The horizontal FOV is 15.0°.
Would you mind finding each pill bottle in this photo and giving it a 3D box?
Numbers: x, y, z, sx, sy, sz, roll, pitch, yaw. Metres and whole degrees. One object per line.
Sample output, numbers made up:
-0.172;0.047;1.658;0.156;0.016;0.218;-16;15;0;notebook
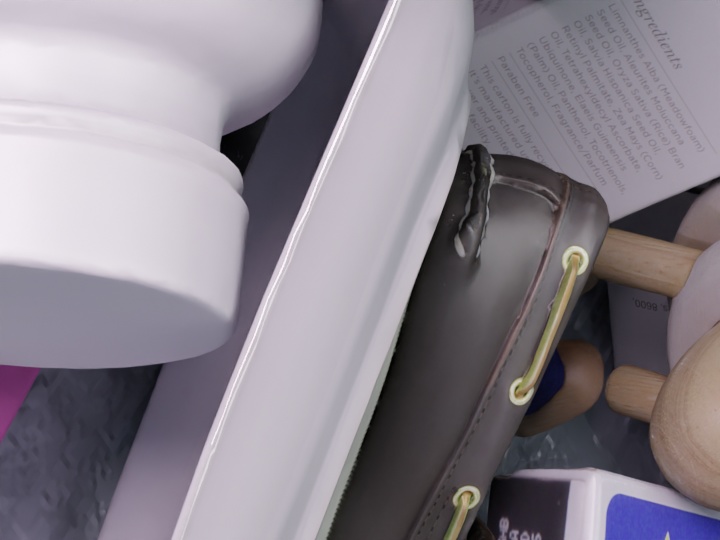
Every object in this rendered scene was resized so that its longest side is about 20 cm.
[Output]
-0.065;-0.087;0.567;0.119;0.119;0.201;21;67;-48;pill bottle

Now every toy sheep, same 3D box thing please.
0.152;0.007;0.789;0.200;0.138;0.138;-39;116;-35;toy sheep

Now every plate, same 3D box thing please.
-0.023;0.024;0.629;0.032;0.200;0.200;22;86;-6;plate

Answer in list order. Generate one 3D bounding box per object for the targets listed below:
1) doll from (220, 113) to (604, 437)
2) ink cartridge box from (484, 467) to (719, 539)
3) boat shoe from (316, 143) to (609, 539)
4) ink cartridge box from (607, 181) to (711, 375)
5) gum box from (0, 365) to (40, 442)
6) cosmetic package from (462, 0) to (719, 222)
0.000;0.000;0.796;0.200;0.048;0.137;21;65;-48;doll
0.099;0.169;0.789;0.200;0.047;0.198;19;73;-50;ink cartridge box
0.008;0.062;0.720;0.072;0.060;0.202;-97;-157;-67;boat shoe
0.146;-0.071;0.926;0.145;0.084;0.200;-37;128;-46;ink cartridge box
-0.146;-0.025;0.603;0.200;0.066;0.114;51;47;-34;gum box
0.110;-0.083;0.774;0.071;0.200;0.101;55;33;-17;cosmetic package
